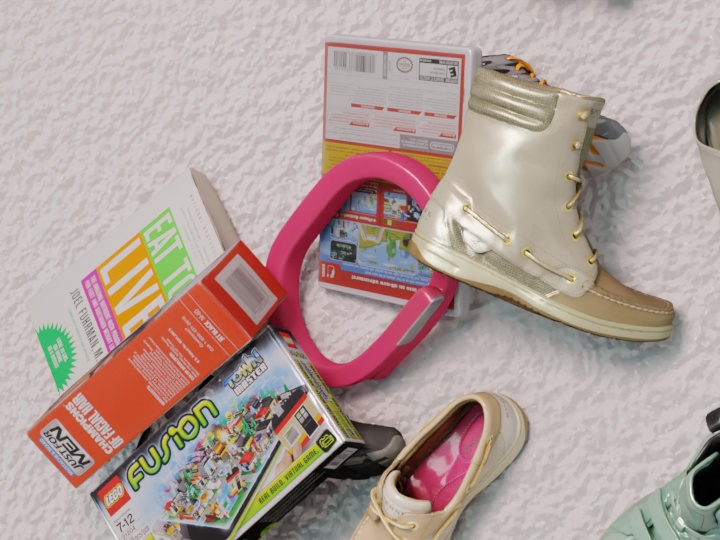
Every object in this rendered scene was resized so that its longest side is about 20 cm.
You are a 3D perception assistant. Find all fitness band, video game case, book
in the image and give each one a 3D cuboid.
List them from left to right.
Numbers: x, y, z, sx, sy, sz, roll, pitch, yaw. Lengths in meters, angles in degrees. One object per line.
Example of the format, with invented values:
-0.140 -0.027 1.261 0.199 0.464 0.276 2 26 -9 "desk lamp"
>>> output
-0.186 0.024 1.378 0.199 0.048 0.134 -38 60 17 "book"
0.000 0.000 1.253 0.200 0.037 0.144 -49 65 33 "fitness band"
0.027 -0.075 1.248 0.142 0.017 0.203 12 105 37 "video game case"

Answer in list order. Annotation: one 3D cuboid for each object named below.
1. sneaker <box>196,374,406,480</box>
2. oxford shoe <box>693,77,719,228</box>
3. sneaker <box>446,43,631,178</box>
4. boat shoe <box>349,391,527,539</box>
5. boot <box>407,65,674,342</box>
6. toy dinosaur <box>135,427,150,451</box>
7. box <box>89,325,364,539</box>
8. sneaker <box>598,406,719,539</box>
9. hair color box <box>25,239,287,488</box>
-0.056 0.119 1.257 0.198 0.075 0.080 -1 72 28 "sneaker"
0.279 -0.052 1.138 0.074 0.058 0.202 -20 68 19 "oxford shoe"
0.117 -0.126 1.240 0.198 0.078 0.078 17 74 30 "sneaker"
0.039 0.167 1.193 0.074 0.069 0.201 38 95 31 "boat shoe"
0.149 -0.046 1.147 0.198 0.072 0.156 21 98 2 "boot"
-0.138 0.223 1.274 0.101 0.077 0.203 -7 75 17 "toy dinosaur"
-0.102 0.148 1.207 0.200 0.035 0.110 -43 65 14 "box"
0.207 0.164 1.075 0.200 0.118 0.074 -41 62 13 "sneaker"
-0.158 0.072 1.265 0.200 0.111 0.064 -41 96 20 "hair color box"
